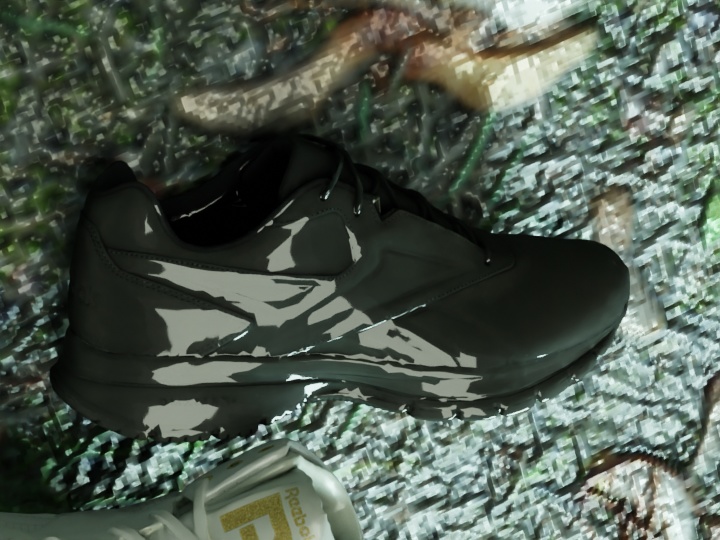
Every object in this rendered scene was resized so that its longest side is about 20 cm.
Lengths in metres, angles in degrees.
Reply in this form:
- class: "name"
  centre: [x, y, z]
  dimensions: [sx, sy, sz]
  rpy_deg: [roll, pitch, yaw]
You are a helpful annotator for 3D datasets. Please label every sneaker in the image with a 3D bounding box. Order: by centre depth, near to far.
- class: "sneaker"
  centre: [-0.069, 0.087, 0.744]
  dimensions: [0.115, 0.074, 0.200]
  rpy_deg: [-26, 170, 20]
- class: "sneaker"
  centre: [0.000, 0.000, 0.795]
  dimensions: [0.199, 0.076, 0.091]
  rpy_deg: [-6, 110, -26]
